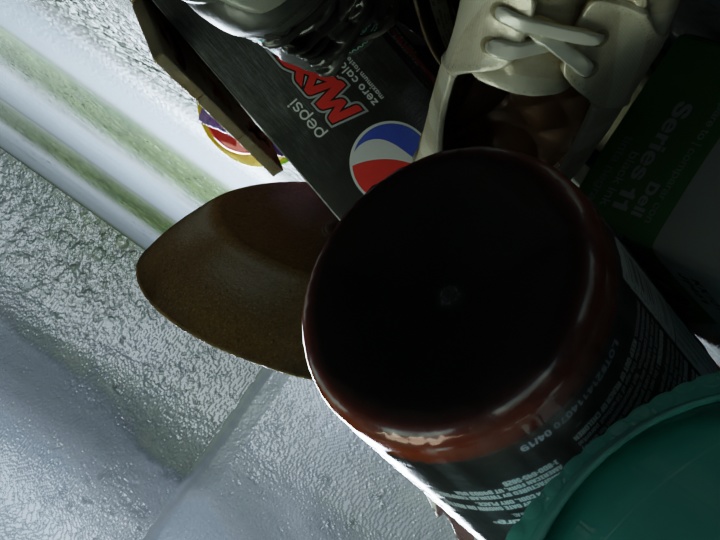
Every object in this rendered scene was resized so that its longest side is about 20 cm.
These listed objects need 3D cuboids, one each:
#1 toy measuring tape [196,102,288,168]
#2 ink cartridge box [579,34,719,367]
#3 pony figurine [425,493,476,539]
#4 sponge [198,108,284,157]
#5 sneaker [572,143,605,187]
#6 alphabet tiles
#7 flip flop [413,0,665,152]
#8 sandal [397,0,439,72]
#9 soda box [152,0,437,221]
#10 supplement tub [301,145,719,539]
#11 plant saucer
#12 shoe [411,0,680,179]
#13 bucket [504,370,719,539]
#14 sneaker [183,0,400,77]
[{"bbox_3d":[-0.083,-0.109,1.249,0.200,0.074,0.074,31,172,12],"label":"toy measuring tape"},{"bbox_3d":[0.188,0.012,0.772,0.147,0.083,0.200,41,170,-38],"label":"ink cartridge box"},{"bbox_3d":[0.047,0.028,1.281,0.200,0.166,0.193,4,126,56],"label":"pony figurine"},{"bbox_3d":[0.021,-0.051,1.109,0.111,0.030,0.200,11,-170,-37],"label":"sponge"},{"bbox_3d":[0.131,0.011,0.937,0.200,0.075,0.087,37,133,-2],"label":"sneaker"},{"bbox_3d":[-0.089,-0.135,1.008,0.167,0.008,0.200,44,-162,-51],"label":"alphabet tiles"},{"bbox_3d":[0.048,-0.094,0.828,0.081,0.058,0.200,29,171,38],"label":"flip flop"},{"bbox_3d":[0.029,-0.078,1.064,0.075,0.045,0.200,35,173,-3],"label":"sandal"},{"bbox_3d":[-0.007,-0.073,0.947,0.200,0.063,0.071,50,-170,-1],"label":"soda box"},{"bbox_3d":[0.067,0.047,0.800,0.107,0.107,0.200,30,170,36],"label":"supplement tub"},{"bbox_3d":[0.000,0.000,1.053,0.200,0.036,0.200,10,-160,-3],"label":"plant saucer"},{"bbox_3d":[0.060,-0.061,0.766,0.070,0.054,0.200,13,149,-3],"label":"shoe"},{"bbox_3d":[0.133,0.137,0.726,0.135,0.207,0.207,39,177,41],"label":"bucket"},{"bbox_3d":[-0.015,-0.108,0.813,0.079,0.075,0.200,53,-167,-13],"label":"sneaker"}]
